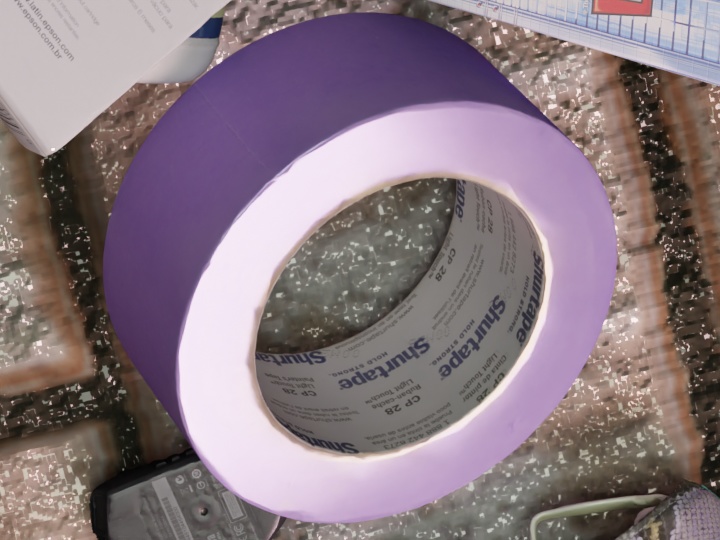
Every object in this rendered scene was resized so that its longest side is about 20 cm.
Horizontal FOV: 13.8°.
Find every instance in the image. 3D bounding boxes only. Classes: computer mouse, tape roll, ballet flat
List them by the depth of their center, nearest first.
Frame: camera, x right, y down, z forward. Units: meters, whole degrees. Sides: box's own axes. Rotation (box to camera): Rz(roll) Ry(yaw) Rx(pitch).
[{"bbox_3d":[0.000,0.000,1.238,0.200,0.085,0.200,-14,126,-20],"label":"tape roll"},{"bbox_3d":[-0.123,0.123,1.316,0.200,0.034,0.059,-19,104,3],"label":"computer mouse"},{"bbox_3d":[0.077,0.148,1.334,0.200,0.072,0.072,-25,102,-3],"label":"ballet flat"}]

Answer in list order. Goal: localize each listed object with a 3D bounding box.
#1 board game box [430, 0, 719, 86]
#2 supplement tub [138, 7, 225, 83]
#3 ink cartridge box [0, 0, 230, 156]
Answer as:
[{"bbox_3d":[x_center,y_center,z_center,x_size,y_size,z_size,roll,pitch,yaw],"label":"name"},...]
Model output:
[{"bbox_3d":[0.106,-0.166,1.219,0.200,0.062,0.200,1,101,-10],"label":"board game box"},{"bbox_3d":[-0.111,-0.185,1.200,0.145,0.145,0.200,10,99,-9],"label":"supplement tub"},{"bbox_3d":[-0.103,-0.179,1.099,0.200,0.043,0.196,-43,117,-14],"label":"ink cartridge box"}]
